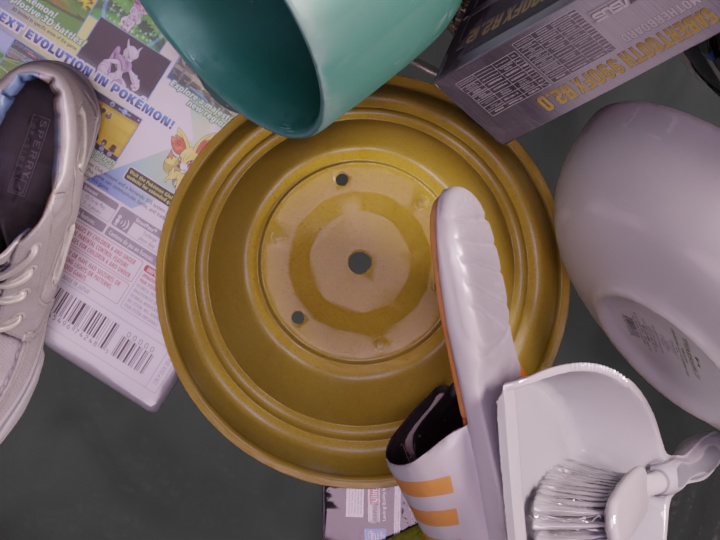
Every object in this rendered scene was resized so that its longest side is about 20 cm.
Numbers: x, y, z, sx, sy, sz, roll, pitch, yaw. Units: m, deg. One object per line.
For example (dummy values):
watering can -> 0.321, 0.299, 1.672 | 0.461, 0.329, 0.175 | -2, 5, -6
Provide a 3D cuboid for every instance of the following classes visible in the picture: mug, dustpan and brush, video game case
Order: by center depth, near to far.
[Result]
mug -> -0.032, -0.151, 1.049 | 0.114, 0.185, 0.152 | -40, 110, -19
dustpan and brush -> 0.121, 0.099, 1.070 | 0.057, 0.200, 0.140 | -3, 97, 20
video game case -> -0.136, -0.059, 1.159 | 0.200, 0.022, 0.183 | 33, 92, 0

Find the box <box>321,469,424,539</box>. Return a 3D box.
box -> 0.061, 0.171, 1.154 | 0.159, 0.049, 0.201 | -1, 92, 3

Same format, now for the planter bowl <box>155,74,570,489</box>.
planter bowl -> 0.000, 0.000, 1.095 | 0.200, 0.083, 0.201 | 0, 84, 2

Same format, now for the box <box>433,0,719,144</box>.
box -> 0.133, -0.156, 1.030 | 0.048, 0.200, 0.159 | 39, 52, -20

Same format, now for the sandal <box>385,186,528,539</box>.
sandal -> 0.040, 0.061, 1.034 | 0.059, 0.079, 0.207 | -5, 111, 18

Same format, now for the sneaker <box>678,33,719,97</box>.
sneaker -> 0.238, -0.069, 1.112 | 0.200, 0.112, 0.073 | 32, 93, -1

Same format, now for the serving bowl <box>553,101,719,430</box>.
serving bowl -> 0.159, 0.018, 1.067 | 0.200, 0.200, 0.066 | 45, 75, -1

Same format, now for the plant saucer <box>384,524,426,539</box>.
plant saucer -> 0.055, 0.218, 1.109 | 0.199, 0.048, 0.200 | -25, 92, 2

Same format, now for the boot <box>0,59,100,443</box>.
boot -> -0.176, -0.004, 1.102 | 0.073, 0.096, 0.200 | 15, 92, 0

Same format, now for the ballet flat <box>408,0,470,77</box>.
ballet flat -> 0.024, -0.143, 1.139 | 0.200, 0.068, 0.075 | 44, 112, -3
